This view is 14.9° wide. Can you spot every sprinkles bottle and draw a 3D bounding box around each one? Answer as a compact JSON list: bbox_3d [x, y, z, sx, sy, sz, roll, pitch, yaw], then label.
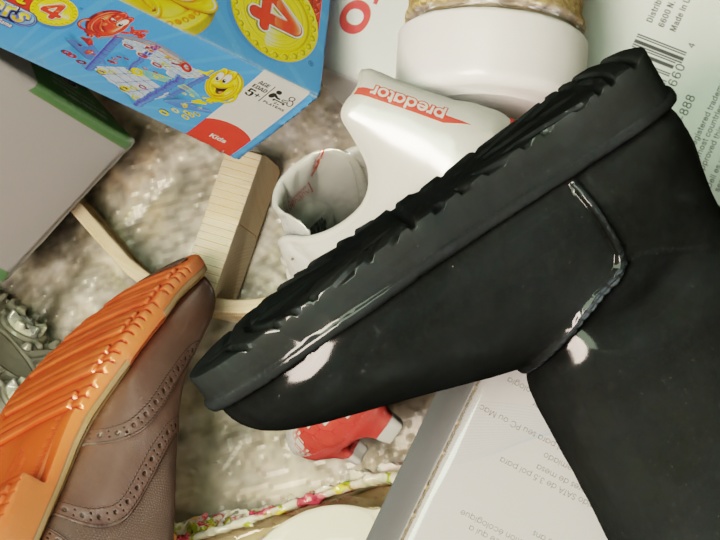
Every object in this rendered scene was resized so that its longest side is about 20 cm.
[{"bbox_3d":[0.052,-0.153,0.996,0.068,0.068,0.201,0,76,17],"label":"sprinkles bottle"}]

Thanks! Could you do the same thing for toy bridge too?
[{"bbox_3d":[-0.052,-0.015,1.105,0.199,0.027,0.067,17,82,20],"label":"toy bridge"}]

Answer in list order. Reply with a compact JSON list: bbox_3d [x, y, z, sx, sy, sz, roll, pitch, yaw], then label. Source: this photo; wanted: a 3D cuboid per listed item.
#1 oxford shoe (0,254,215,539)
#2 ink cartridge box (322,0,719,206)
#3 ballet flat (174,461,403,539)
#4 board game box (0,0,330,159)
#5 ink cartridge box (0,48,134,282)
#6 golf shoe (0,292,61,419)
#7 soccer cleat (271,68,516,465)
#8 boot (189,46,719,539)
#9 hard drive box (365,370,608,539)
[{"bbox_3d":[-0.098,0.077,1.031,0.071,0.073,0.200,-24,28,48],"label":"oxford shoe"},{"bbox_3d":[0.096,-0.101,1.051,0.200,0.084,0.146,24,84,21],"label":"ink cartridge box"},{"bbox_3d":[-0.047,0.118,1.051,0.200,0.064,0.076,-25,71,10],"label":"ballet flat"},{"bbox_3d":[-0.100,-0.170,1.025,0.056,0.195,0.201,-34,42,46],"label":"board game box"},{"bbox_3d":[-0.205,-0.104,1.093,0.088,0.145,0.200,-46,60,8],"label":"ink cartridge box"},{"bbox_3d":[-0.197,0.042,1.125,0.200,0.078,0.097,31,112,20],"label":"golf shoe"},{"bbox_3d":[0.000,0.000,1.010,0.085,0.200,0.069,28,52,-4],"label":"soccer cleat"},{"bbox_3d":[0.066,0.040,0.903,0.198,0.073,0.163,-34,99,-7],"label":"boot"},{"bbox_3d":[0.089,0.097,0.975,0.156,0.077,0.200,27,84,-7],"label":"hard drive box"}]
